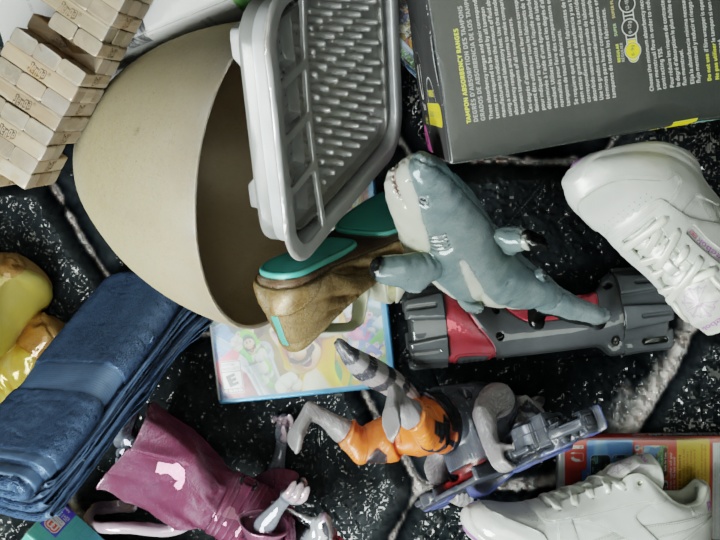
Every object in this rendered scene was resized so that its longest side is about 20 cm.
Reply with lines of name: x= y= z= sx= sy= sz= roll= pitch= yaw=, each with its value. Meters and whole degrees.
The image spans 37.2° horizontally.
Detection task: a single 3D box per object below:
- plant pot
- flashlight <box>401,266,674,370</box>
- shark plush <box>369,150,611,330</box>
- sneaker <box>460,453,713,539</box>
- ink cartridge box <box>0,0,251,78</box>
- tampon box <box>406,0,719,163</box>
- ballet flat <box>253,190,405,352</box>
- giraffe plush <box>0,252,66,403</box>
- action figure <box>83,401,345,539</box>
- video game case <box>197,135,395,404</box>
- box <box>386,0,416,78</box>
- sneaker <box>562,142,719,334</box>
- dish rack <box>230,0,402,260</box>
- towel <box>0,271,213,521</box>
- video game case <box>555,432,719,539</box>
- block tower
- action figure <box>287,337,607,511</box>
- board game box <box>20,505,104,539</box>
plant pot: x=-0.116 y=-0.071 z=0.733 sx=0.132 sy=0.200 sz=0.204 roll=9 pitch=96 yaw=22
flashlight: x=0.130 y=0.030 z=0.801 sx=0.196 sy=0.068 sz=0.069 roll=-8 pitch=120 yaw=0
shark plush: x=0.090 y=-0.003 z=0.719 sx=0.199 sy=0.091 sz=0.083 roll=41 pitch=138 yaw=-14
sneaker: x=0.168 y=0.178 z=0.787 sx=0.196 sy=0.075 sz=0.102 roll=10 pitch=92 yaw=-13
ink cartridge box: x=-0.142 y=-0.197 z=0.750 sx=0.197 sy=0.146 sz=0.086 roll=-20 pitch=94 yaw=4
tampon box: x=0.136 y=-0.150 z=0.701 sx=0.196 sy=0.150 sz=0.129 roll=-9 pitch=99 yaw=0
ballet flat: x=0.000 y=0.000 z=0.756 sx=0.067 sy=0.199 sz=0.074 roll=8 pitch=117 yaw=32
giraffe plush: x=-0.320 y=0.076 z=0.774 sx=0.171 sy=0.162 sz=0.202 roll=33 pitch=95 yaw=-1
action figure: x=-0.100 y=0.178 z=0.788 sx=0.198 sy=0.134 sz=0.150 roll=31 pitch=97 yaw=3
video game case: x=-0.052 y=-0.005 z=0.827 sx=0.140 sy=0.018 sz=0.204 roll=-6 pitch=94 yaw=4
box: x=0.102 y=-0.225 z=0.789 sx=0.137 sy=0.038 sz=0.200 roll=44 pitch=96 yaw=-2
sneaker: x=0.223 y=-0.018 z=0.731 sx=0.198 sy=0.101 sz=0.075 roll=24 pitch=136 yaw=-25
dish rack: x=-0.026 y=-0.122 z=0.701 sx=0.043 sy=0.200 sz=0.174 roll=9 pitch=123 yaw=22
towel: x=-0.195 y=0.084 z=0.757 sx=0.110 sy=0.201 sz=0.049 roll=-1 pitch=134 yaw=39
video game case: x=0.251 y=0.198 z=0.830 sx=0.196 sy=0.017 sz=0.146 roll=-1 pitch=95 yaw=3
block tower: x=-0.177 y=-0.144 z=0.657 sx=0.053 sy=0.058 sz=0.202 roll=31 pitch=99 yaw=-1
action figure: x=0.074 y=0.101 z=0.761 sx=0.199 sy=0.191 sz=0.106 roll=-34 pitch=56 yaw=41
board game box: x=-0.198 y=0.290 z=0.817 sx=0.199 sy=0.045 sz=0.152 roll=41 pitch=124 yaw=0
